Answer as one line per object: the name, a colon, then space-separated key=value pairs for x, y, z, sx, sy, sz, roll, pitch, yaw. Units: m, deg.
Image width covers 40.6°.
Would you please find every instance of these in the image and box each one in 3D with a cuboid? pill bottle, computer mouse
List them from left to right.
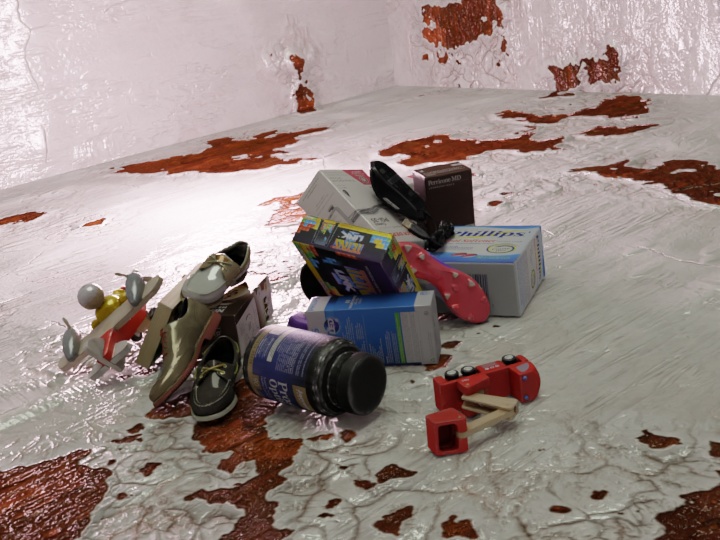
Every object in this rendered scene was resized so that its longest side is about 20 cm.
pill bottle: x=-0.065 y=0.145 z=1.390 sx=0.199 sy=0.113 sz=0.112 roll=8 pitch=24 yaw=40
pill bottle: x=-0.029 y=-0.012 z=1.816 sx=0.111 sy=0.113 sz=0.200 roll=-1 pitch=20 yaw=20
computer mouse: x=0.075 y=-0.105 z=1.716 sx=0.046 sy=0.200 sz=0.141 roll=-47 pitch=4 yaw=26

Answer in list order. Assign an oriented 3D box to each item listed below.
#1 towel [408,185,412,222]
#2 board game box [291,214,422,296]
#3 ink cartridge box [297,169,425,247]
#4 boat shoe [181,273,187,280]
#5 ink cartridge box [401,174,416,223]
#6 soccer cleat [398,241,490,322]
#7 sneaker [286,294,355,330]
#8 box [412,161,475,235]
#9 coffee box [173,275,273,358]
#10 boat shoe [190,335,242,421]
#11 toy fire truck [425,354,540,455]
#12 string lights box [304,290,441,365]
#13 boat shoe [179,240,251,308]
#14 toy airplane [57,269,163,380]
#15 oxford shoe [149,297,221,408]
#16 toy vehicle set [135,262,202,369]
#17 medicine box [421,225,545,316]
towel: x=0.072 y=-0.085 z=1.887 sx=0.034 sy=0.194 sz=0.200 roll=-3 pitch=15 yaw=-12
board game box: x=0.000 y=0.000 z=1.573 sx=0.164 sy=0.200 sz=0.057 roll=15 pitch=66 yaw=28
ink cartridge box: x=0.007 y=-0.087 z=1.744 sx=0.200 sy=0.083 sz=0.146 roll=47 pitch=28 yaw=22
boat shoe: x=-0.258 y=0.024 z=1.868 sx=0.071 sy=0.065 sz=0.199 roll=5 pitch=9 yaw=38
ink cartridge box: x=0.071 y=-0.113 z=2.044 sx=0.199 sy=0.146 sz=0.083 roll=-15 pitch=19 yaw=-20
soccer cleat: x=0.132 y=0.016 z=1.629 sx=0.199 sy=0.067 sz=0.076 roll=34 pitch=2 yaw=-10
sneaker: x=-0.030 y=0.079 z=1.618 sx=0.199 sy=0.084 sz=0.081 roll=0 pitch=20 yaw=23
box: x=0.165 y=-0.100 z=1.879 sx=0.099 sy=0.201 sz=0.075 roll=-13 pitch=19 yaw=-15
coffee box: x=-0.235 y=0.078 z=1.706 sx=0.112 sy=0.080 sz=0.200 roll=-2 pitch=19 yaw=12
boat shoe: x=-0.222 y=0.163 z=1.482 sx=0.071 sy=0.061 sz=0.201 roll=-7 pitch=18 yaw=3
toy fire truck: x=0.165 y=0.176 z=1.305 sx=0.199 sy=0.049 sz=0.141 roll=-12 pitch=19 yaw=-16
string lights box: x=0.021 y=0.093 z=1.521 sx=0.198 sy=0.103 sz=0.059 roll=-3 pitch=23 yaw=13
boat shoe: x=-0.247 y=0.002 z=1.668 sx=0.074 sy=0.069 sz=0.200 roll=25 pitch=25 yaw=6
toy airplane: x=-0.424 y=0.086 z=1.629 sx=0.200 sy=0.141 sz=0.199 roll=-47 pitch=14 yaw=-23
oxford shoe: x=-0.291 y=0.127 z=1.521 sx=0.070 sy=0.075 sz=0.201 roll=-40 pitch=18 yaw=41
toy vehicle set: x=-0.322 y=0.075 z=1.692 sx=0.026 sy=0.125 sz=0.200 roll=26 pitch=23 yaw=1
medicine box: x=0.217 y=-0.003 z=1.730 sx=0.181 sy=0.104 sz=0.200 roll=1 pitch=21 yaw=24
